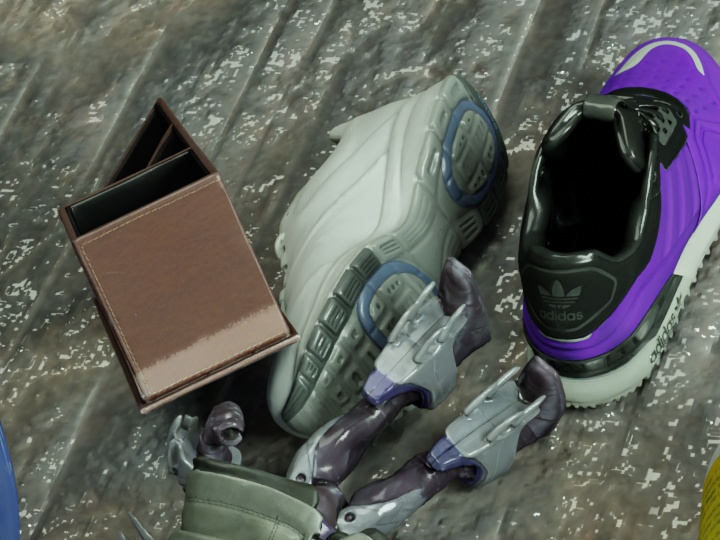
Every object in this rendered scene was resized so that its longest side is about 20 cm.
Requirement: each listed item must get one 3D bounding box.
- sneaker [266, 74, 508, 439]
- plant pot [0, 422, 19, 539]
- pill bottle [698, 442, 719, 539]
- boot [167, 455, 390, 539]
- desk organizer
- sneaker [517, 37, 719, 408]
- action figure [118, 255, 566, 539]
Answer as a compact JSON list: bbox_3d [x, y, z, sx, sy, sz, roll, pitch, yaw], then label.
[{"bbox_3d":[0.000,0.000,1.251,0.087,0.075,0.200,-11,36,35],"label":"sneaker"},{"bbox_3d":[-0.244,0.104,1.145,0.200,0.180,0.200,-34,43,-14],"label":"plant pot"},{"bbox_3d":[0.175,0.114,1.012,0.112,0.113,0.201,-5,44,17],"label":"pill bottle"},{"bbox_3d":[-0.080,0.127,1.069,0.199,0.068,0.131,23,79,2],"label":"boot"},{"bbox_3d":[-0.088,-0.012,1.220,0.071,0.077,0.200,-25,16,-5],"label":"desk organizer"},{"bbox_3d":[0.115,-0.046,1.213,0.069,0.100,0.201,3,47,22],"label":"sneaker"},{"bbox_3d":[-0.012,0.090,1.134,0.130,0.069,0.200,43,70,13],"label":"action figure"}]
